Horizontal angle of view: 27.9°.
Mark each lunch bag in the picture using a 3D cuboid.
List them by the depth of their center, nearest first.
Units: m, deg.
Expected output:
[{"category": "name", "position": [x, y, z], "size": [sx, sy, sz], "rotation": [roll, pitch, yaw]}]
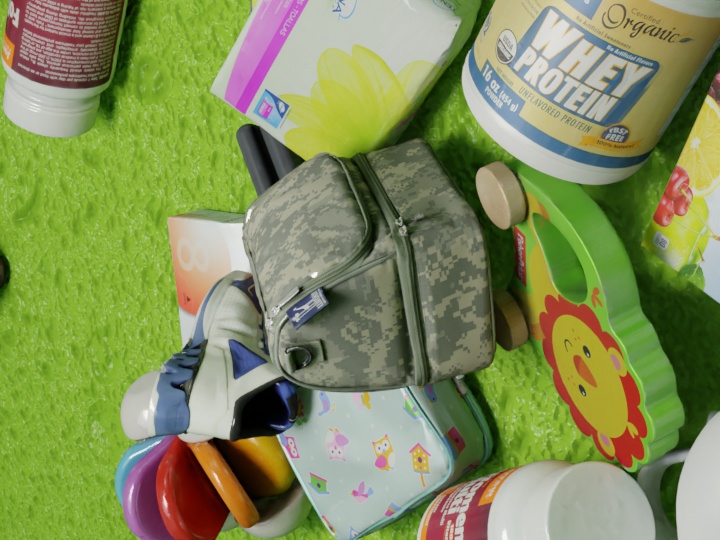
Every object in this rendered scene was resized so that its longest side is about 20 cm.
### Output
[{"category": "lunch bag", "position": [0.000, 0.000, 1.096], "size": [0.200, 0.166, 0.141], "rotation": [-113, 11, -59]}, {"category": "lunch bag", "position": [0.015, 0.130, 1.243], "size": [0.200, 0.077, 0.161], "rotation": [-42, 74, 45]}]

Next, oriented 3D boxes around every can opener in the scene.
[{"category": "can opener", "position": [-0.066, -0.047, 1.270], "size": [0.053, 0.067, 0.202], "rotation": [-28, 74, 25]}]

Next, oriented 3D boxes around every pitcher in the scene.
[{"category": "pitcher", "position": [0.254, 0.157, 0.983], "size": [0.172, 0.120, 0.201], "rotation": [58, 149, 39]}]

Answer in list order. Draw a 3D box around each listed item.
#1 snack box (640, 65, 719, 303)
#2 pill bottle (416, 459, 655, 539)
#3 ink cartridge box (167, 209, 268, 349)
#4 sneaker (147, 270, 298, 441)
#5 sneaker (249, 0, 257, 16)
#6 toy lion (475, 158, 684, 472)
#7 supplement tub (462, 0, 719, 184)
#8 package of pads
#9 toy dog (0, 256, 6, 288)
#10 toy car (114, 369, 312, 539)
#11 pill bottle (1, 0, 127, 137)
[{"category": "snack box", "position": [0.288, -0.057, 0.905], "size": [0.168, 0.067, 0.201], "rotation": [42, 130, 31]}, {"category": "pill bottle", "position": [0.129, 0.202, 1.090], "size": [0.200, 0.109, 0.111], "rotation": [-35, 76, 62]}, {"category": "ink cartridge box", "position": [-0.100, 0.032, 1.362], "size": [0.199, 0.050, 0.164], "rotation": [9, 109, 49]}, {"category": "sneaker", "position": [-0.100, 0.090, 1.262], "size": [0.114, 0.200, 0.081], "rotation": [16, 124, 6]}, {"category": "sneaker", "position": [-0.059, -0.227, 1.239], "size": [0.077, 0.075, 0.201], "rotation": [-95, 18, -47]}, {"category": "toy lion", "position": [0.158, 0.036, 1.013], "size": [0.192, 0.068, 0.201], "rotation": [51, 158, 42]}, {"category": "supplement tub", "position": [0.165, -0.173, 0.944], "size": [0.145, 0.144, 0.201], "rotation": [48, 132, 26]}, {"category": "package of pads", "position": [-0.012, -0.176, 1.152], "size": [0.154, 0.068, 0.200], "rotation": [35, 131, 0]}, {"category": "toy dog", "position": [-0.511, 0.007, 1.755], "size": [0.199, 0.139, 0.196], "rotation": [4, 69, 48]}, {"category": "toy car", "position": [-0.155, 0.195, 1.367], "size": [0.199, 0.150, 0.176], "rotation": [-5, 125, 47]}, {"category": "pill bottle", "position": [-0.294, -0.242, 1.439], "size": [0.114, 0.114, 0.201], "rotation": [40, 127, 32]}]
